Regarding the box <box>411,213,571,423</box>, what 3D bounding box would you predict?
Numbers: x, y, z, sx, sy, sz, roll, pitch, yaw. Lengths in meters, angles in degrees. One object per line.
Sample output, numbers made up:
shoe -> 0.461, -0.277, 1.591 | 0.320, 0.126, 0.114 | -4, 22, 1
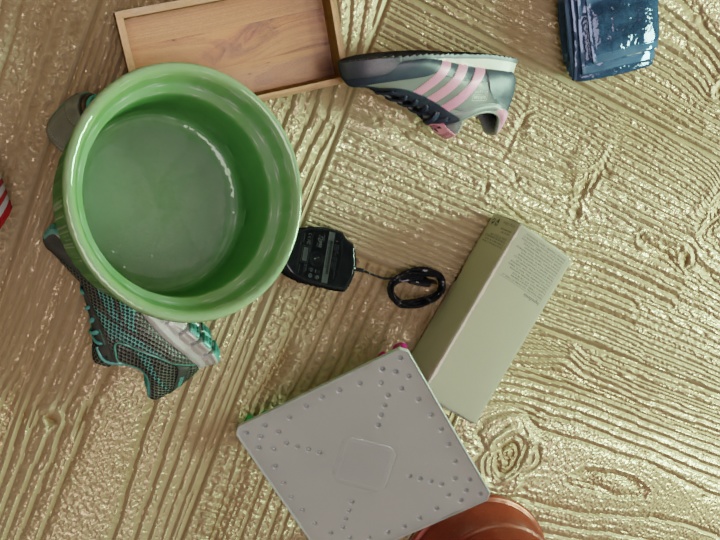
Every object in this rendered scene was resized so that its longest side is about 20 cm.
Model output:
box -> 0.131, 0.049, 0.940 | 0.081, 0.068, 0.202 | 31, 93, -22

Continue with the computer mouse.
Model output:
computer mouse -> 0.000, 0.000, 0.909 | 0.197, 0.034, 0.060 | 16, 81, -26

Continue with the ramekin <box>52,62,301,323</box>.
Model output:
ramekin -> -0.156, -0.059, 0.738 | 0.197, 0.097, 0.205 | 2, 87, -32

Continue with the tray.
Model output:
tray -> -0.114, -0.202, 0.814 | 0.196, 0.037, 0.101 | -16, 108, -15

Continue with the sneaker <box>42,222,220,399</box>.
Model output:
sneaker -> -0.222, 0.043, 0.820 | 0.091, 0.078, 0.200 | -43, 111, 0

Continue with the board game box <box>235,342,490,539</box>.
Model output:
board game box -> 0.005, 0.192, 0.919 | 0.197, 0.026, 0.202 | -26, 111, 13

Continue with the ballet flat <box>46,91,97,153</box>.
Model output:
ballet flat -> -0.204, -0.068, 0.811 | 0.063, 0.068, 0.201 | -29, 112, 20

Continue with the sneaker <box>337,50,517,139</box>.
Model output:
sneaker -> 0.068, -0.166, 0.852 | 0.196, 0.070, 0.084 | -5, 106, -28

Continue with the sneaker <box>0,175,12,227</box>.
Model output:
sneaker -> -0.386, -0.031, 0.743 | 0.197, 0.078, 0.117 | -27, 109, -9

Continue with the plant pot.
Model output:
plant pot -> 0.160, 0.381, 0.963 | 0.197, 0.195, 0.205 | -5, 105, -17

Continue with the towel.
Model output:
towel -> 0.251, -0.302, 0.904 | 0.110, 0.048, 0.204 | -14, 107, -15
